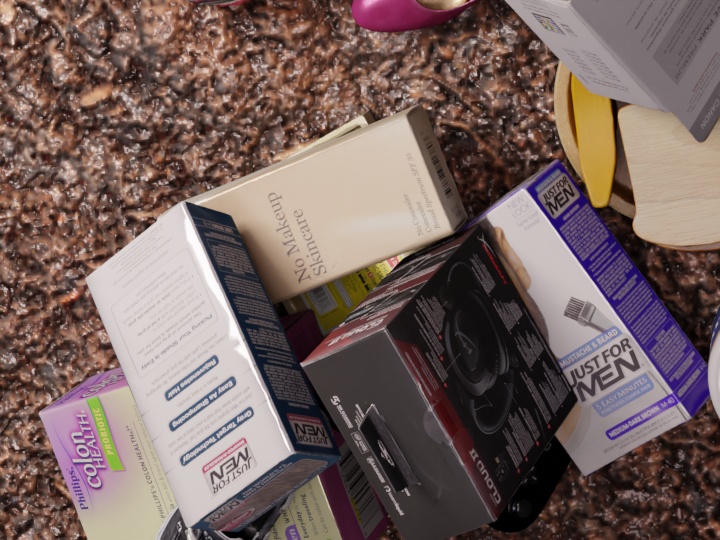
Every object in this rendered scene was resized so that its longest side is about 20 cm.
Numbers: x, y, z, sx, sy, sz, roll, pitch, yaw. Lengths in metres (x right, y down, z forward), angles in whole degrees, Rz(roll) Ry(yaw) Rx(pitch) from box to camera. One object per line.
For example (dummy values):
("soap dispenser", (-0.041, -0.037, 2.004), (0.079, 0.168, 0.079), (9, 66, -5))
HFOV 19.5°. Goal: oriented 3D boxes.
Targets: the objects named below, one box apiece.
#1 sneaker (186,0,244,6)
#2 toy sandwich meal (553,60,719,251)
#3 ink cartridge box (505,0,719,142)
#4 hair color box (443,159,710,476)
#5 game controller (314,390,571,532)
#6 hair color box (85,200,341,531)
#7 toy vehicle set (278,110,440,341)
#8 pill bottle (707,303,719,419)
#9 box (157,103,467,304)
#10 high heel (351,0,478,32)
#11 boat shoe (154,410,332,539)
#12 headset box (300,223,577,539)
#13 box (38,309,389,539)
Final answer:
("sneaker", (-0.048, -0.254, 1.496), (0.200, 0.075, 0.081), (-40, 91, 14))
("toy sandwich meal", (0.226, -0.111, 1.471), (0.204, 0.070, 0.207), (2, 101, 10))
("ink cartridge box", (0.208, -0.215, 1.398), (0.175, 0.084, 0.201), (41, 79, -40))
("hair color box", (0.151, 0.035, 1.499), (0.109, 0.065, 0.200), (-35, 91, 39))
("game controller", (0.064, 0.105, 1.524), (0.199, 0.042, 0.105), (33, 93, -17))
("hair color box", (-0.101, 0.065, 1.418), (0.100, 0.060, 0.201), (-36, 63, 23))
("toy vehicle set", (0.000, 0.000, 1.557), (0.124, 0.027, 0.201), (-28, 94, 14))
("pill bottle", (0.293, 0.053, 1.422), (0.110, 0.200, 0.112), (2, 100, 11))
("box", (-0.034, -0.038, 1.502), (0.199, 0.078, 0.095), (-23, 95, 14))
("high heel", (0.077, -0.219, 1.466), (0.199, 0.096, 0.068), (-28, 94, 14))
("boat shoe", (-0.094, 0.176, 1.470), (0.072, 0.068, 0.200), (43, 112, 3))
("headset box", (0.054, 0.080, 1.409), (0.077, 0.200, 0.149), (-25, 102, 33))
("box", (-0.106, 0.147, 1.556), (0.199, 0.097, 0.177), (-18, 98, 20))
